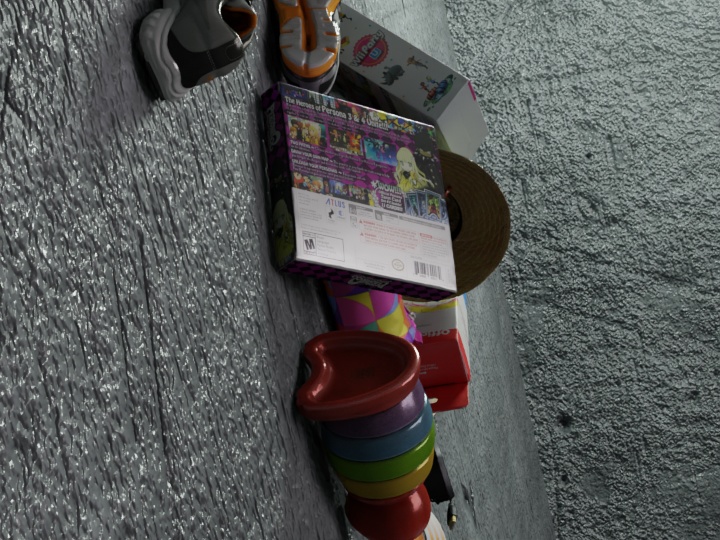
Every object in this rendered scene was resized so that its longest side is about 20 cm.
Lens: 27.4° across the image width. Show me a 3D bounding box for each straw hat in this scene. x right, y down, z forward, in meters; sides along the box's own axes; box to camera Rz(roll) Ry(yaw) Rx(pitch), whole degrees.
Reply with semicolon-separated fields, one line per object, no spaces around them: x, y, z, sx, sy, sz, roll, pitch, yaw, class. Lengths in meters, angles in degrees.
0.066;-0.071;1.633;0.085;0.200;0.202;-87;163;-60;straw hat

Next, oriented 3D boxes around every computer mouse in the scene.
0.088;0.265;1.830;0.200;0.046;0.141;-108;-178;-79;computer mouse

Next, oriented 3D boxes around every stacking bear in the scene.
0.017;0.169;1.374;0.122;0.113;0.201;-83;164;-59;stacking bear

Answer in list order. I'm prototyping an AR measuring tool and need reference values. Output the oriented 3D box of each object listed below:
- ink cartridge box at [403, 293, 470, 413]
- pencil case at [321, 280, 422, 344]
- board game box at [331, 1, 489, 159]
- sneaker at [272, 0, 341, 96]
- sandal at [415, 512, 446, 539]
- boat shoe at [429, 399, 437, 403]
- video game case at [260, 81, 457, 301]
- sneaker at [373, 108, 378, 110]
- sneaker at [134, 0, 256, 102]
0.060;0.073;1.664;0.201;0.115;0.068;-88;165;-52;ink cartridge box
0.000;0.000;1.507;0.089;0.088;0.201;-84;160;-57;pencil case
0.037;-0.207;1.641;0.064;0.199;0.148;-54;159;-8;board game box
-0.054;-0.248;1.521;0.078;0.078;0.201;88;5;-46;sneaker
0.067;0.296;1.628;0.207;0.059;0.080;42;38;-73;sandal
0.063;0.148;1.758;0.200;0.073;0.070;-20;112;-80;boat shoe
0.000;-0.072;1.406;0.199;0.036;0.183;11;63;-38;video game case
0.005;-0.146;1.658;0.200;0.089;0.071;-31;110;-79;sneaker
-0.111;-0.194;1.108;0.201;0.079;0.074;-89;163;-53;sneaker
